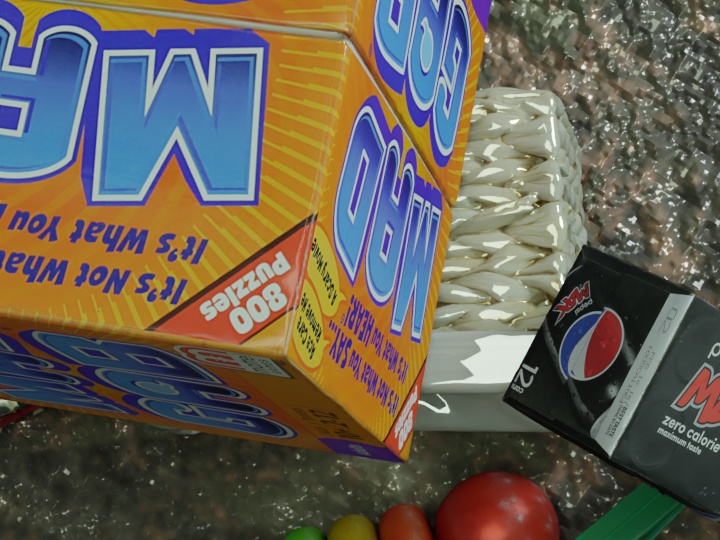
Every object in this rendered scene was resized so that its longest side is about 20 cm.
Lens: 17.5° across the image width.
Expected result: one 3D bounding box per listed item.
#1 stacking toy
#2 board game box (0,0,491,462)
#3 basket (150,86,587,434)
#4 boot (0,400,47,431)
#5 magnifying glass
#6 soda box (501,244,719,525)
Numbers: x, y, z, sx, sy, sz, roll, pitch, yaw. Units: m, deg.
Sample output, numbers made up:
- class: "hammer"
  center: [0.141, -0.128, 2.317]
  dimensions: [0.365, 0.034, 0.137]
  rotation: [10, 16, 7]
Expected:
- class: "stacking toy"
  center: [-0.011, 0.139, 0.983]
  dimensions: [0.199, 0.085, 0.086]
  rotation: [-20, 81, 3]
- class: "board game box"
  center: [-0.078, -0.060, 0.823]
  dimensions: [0.199, 0.200, 0.201]
  rotation: [8, 78, 14]
- class: "basket"
  center: [0.000, 0.000, 0.968]
  dimensions: [0.199, 0.136, 0.124]
  rotation: [-1, 80, 10]
- class: "boot"
  center: [-0.144, -0.023, 1.027]
  dimensions: [0.203, 0.073, 0.154]
  rotation: [-28, 82, 13]
- class: "magnifying glass"
  center: [0.125, 0.095, 0.970]
  dimensions: [0.200, 0.080, 0.022]
  rotation: [-43, 75, -7]
- class: "soda box"
  center: [0.149, 0.064, 0.901]
  dimensions: [0.063, 0.200, 0.071]
  rotation: [27, 89, 50]
